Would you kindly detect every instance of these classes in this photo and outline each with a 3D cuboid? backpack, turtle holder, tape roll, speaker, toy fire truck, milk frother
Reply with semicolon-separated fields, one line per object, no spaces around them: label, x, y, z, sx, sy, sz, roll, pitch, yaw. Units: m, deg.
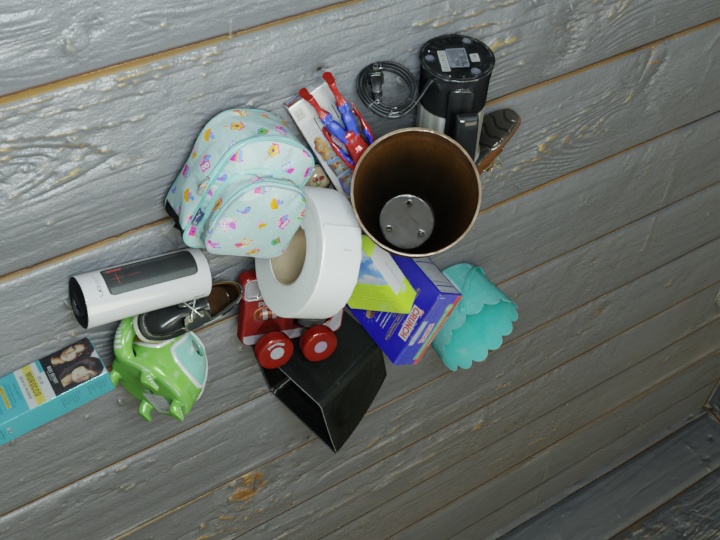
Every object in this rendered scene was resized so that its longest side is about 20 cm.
backpack;-0.161;-0.120;1.323;0.175;0.153;0.201;6;120;-41
turtle holder;-0.330;0.146;1.500;0.141;0.185;0.132;-34;-159;54
tape roll;-0.082;-0.028;1.413;0.070;0.203;0.203;4;128;-35
speaker;-0.327;0.025;1.389;0.199;0.081;0.081;-15;140;-32
toy fire truck;-0.118;0.064;1.606;0.199;0.112;0.169;-8;127;-25
milk frother;0.098;-0.247;1.466;0.199;0.181;0.189;9;139;6

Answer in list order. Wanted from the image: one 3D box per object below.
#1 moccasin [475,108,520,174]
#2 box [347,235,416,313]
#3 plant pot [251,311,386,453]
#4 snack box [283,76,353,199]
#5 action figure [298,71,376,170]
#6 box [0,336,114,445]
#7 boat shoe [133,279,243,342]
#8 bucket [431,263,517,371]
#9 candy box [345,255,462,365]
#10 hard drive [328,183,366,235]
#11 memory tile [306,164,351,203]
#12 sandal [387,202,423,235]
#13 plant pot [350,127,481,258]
moccasin;0.209;-0.203;1.660;0.202;0.074;0.078;-53;154;14
box;0.000;0.000;1.559;0.200;0.121;0.048;54;49;-48
plant pot;-0.063;0.182;1.754;0.177;0.199;0.200;-41;149;-19
snack box;-0.041;-0.196;1.420;0.072;0.024;0.200;-37;133;-5
action figure;-0.021;-0.208;1.375;0.065;0.052;0.200;-37;138;0
box;-0.485;0.184;1.419;0.199;0.082;0.049;-27;145;-20
boat shoe;-0.269;0.058;1.465;0.067;0.072;0.200;-25;177;41
bucket;0.216;0.093;1.959;0.206;0.135;0.208;-26;146;-20
candy box;0.066;0.042;1.690;0.077;0.200;0.170;2;129;-46
hard drive;-0.028;-0.075;1.617;0.131;0.026;0.201;-6;134;-40
memory tile;-0.090;-0.102;1.502;0.199;0.017;0.154;-18;139;-17
sandal;0.087;-0.119;1.635;0.080;0.057;0.202;31;86;-32
plant pot;0.077;-0.096;1.418;0.186;0.187;0.200;-36;173;-6
